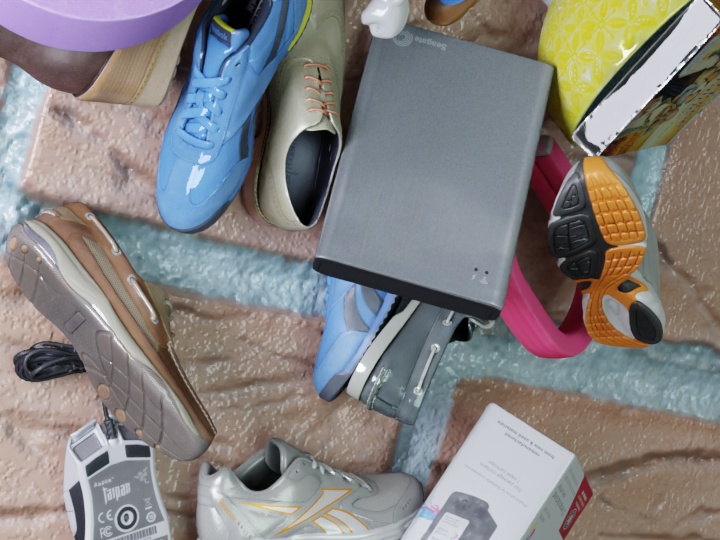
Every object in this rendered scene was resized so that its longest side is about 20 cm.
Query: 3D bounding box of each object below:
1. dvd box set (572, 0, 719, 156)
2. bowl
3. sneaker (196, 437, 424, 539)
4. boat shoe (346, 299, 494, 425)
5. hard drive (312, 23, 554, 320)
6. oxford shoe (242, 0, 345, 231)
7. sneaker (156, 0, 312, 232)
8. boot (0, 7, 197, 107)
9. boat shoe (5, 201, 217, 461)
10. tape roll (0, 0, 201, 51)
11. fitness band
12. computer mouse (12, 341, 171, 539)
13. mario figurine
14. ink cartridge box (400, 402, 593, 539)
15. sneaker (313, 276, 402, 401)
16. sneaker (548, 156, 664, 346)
[{"bbox_3d":[0.252,-0.152,1.383,0.146,0.029,0.200,-48,166,23],"label":"dvd box set"},{"bbox_3d":[0.202,-0.204,1.375,0.200,0.200,0.108,-38,76,-20],"label":"bowl"},{"bbox_3d":[-0.036,0.169,1.349,0.198,0.075,0.093,-9,103,-32],"label":"sneaker"},{"bbox_3d":[0.069,0.039,1.362,0.200,0.062,0.073,-48,164,-29],"label":"boat shoe"},{"bbox_3d":[0.055,-0.076,1.290,0.138,0.033,0.202,15,67,-2],"label":"hard drive"},{"bbox_3d":[-0.034,-0.126,1.273,0.070,0.074,0.202,0,101,-30],"label":"oxford shoe"},{"bbox_3d":[-0.099,-0.126,1.212,0.202,0.065,0.078,-67,161,0],"label":"sneaker"},{"bbox_3d":[-0.179,-0.217,1.159,0.165,0.072,0.202,18,84,-29],"label":"boot"},{"bbox_3d":[-0.157,0.037,1.207,0.072,0.076,0.201,-40,98,-37],"label":"boat shoe"},{"bbox_3d":[-0.171,-0.243,1.110,0.198,0.066,0.203,3,79,-15],"label":"tape roll"},{"bbox_3d":[0.142,-0.018,1.390,0.200,0.037,0.145,51,45,-45],"label":"fitness band"},{"bbox_3d":[-0.184,0.141,1.264,0.109,0.044,0.202,-13,103,-35],"label":"computer mouse"},{"bbox_3d":[-0.002,-0.244,1.259,0.199,0.124,0.106,25,107,-47],"label":"mario figurine"},{"bbox_3d":[0.092,0.225,1.402,0.201,0.082,0.146,-56,159,-9],"label":"ink cartridge box"},{"bbox_3d":[0.000,0.000,1.345,0.078,0.066,0.202,27,100,5],"label":"sneaker"},{"bbox_3d":[0.191,-0.030,1.365,0.201,0.075,0.093,69,24,-49],"label":"sneaker"}]
